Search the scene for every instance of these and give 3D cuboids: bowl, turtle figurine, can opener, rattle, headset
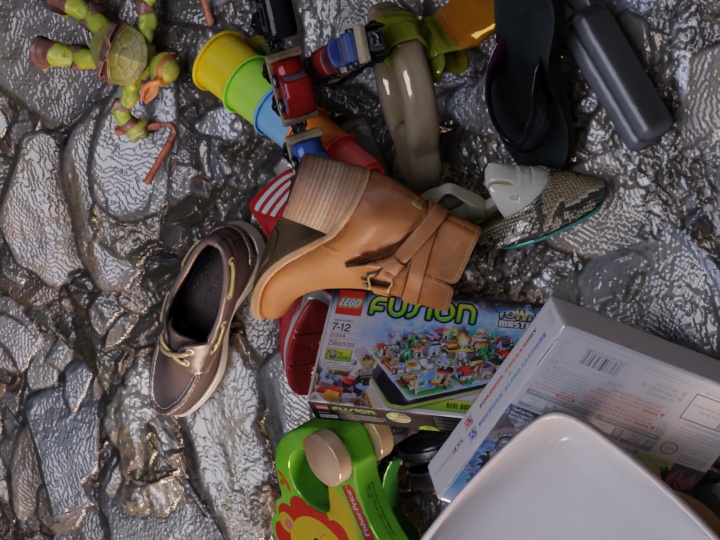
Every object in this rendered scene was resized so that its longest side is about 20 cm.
[{"bbox_3d":[0.154,0.218,1.429,0.199,0.075,0.200,41,103,-1],"label":"bowl"},{"bbox_3d":[-0.223,-0.189,1.728,0.160,0.064,0.202,21,109,26],"label":"turtle figurine"},{"bbox_3d":[0.170,-0.181,1.497,0.201,0.066,0.053,57,165,6],"label":"can opener"},{"bbox_3d":[0.078,-0.130,1.581,0.130,0.142,0.202,23,131,59],"label":"rattle"},{"bbox_3d":[0.095,0.177,1.618,0.124,0.094,0.200,55,136,8],"label":"headset"}]

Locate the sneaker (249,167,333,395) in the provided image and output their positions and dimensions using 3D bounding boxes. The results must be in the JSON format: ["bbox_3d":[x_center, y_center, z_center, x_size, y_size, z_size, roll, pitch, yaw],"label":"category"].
[{"bbox_3d":[-0.048,0.001,1.672,0.116,0.078,0.201,50,138,48],"label":"sneaker"}]

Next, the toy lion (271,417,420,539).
[{"bbox_3d":[-0.019,0.224,1.656,0.191,0.068,0.201,-13,102,56],"label":"toy lion"}]

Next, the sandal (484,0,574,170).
[{"bbox_3d":[0.123,-0.147,1.495,0.075,0.048,0.202,26,142,33],"label":"sandal"}]

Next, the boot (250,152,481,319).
[{"bbox_3d":[0.000,0.000,1.527,0.154,0.074,0.200,21,144,-5],"label":"boot"}]

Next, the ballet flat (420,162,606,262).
[{"bbox_3d":[0.095,-0.044,1.530,0.199,0.068,0.075,-24,122,25],"label":"ballet flat"}]

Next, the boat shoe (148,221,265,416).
[{"bbox_3d":[-0.150,0.048,1.722,0.072,0.059,0.201,36,115,20],"label":"boat shoe"}]

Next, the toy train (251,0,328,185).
[{"bbox_3d":[-0.053,-0.144,1.534,0.046,0.034,0.202,16,122,66],"label":"toy train"}]

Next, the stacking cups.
[{"bbox_3d":[-0.057,-0.132,1.626,0.200,0.060,0.061,38,116,29],"label":"stacking cups"}]

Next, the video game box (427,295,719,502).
[{"bbox_3d":[0.182,0.127,1.484,0.183,0.199,0.047,-57,29,23],"label":"video game box"}]

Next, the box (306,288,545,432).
[{"bbox_3d":[0.064,0.075,1.565,0.198,0.035,0.111,4,63,16],"label":"box"}]

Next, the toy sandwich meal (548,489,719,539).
[{"bbox_3d":[0.212,0.256,1.503,0.203,0.070,0.207,-3,124,-4],"label":"toy sandwich meal"}]

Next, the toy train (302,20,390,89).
[{"bbox_3d":[-0.019,-0.172,1.552,0.200,0.045,0.034,171,88,-76],"label":"toy train"}]
